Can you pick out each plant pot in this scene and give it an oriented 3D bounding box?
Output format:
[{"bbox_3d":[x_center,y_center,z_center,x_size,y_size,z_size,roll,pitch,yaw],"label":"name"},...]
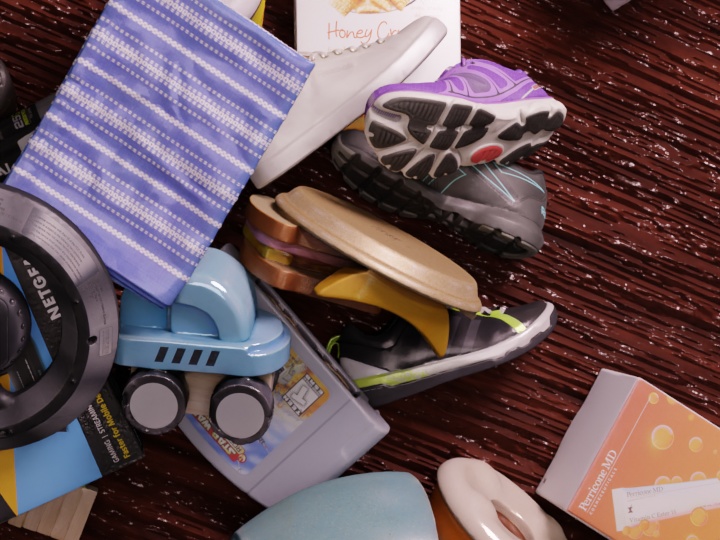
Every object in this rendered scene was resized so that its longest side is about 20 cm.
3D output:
[{"bbox_3d":[-0.035,0.251,0.879,0.132,0.200,0.204,7,88,-15],"label":"plant pot"}]

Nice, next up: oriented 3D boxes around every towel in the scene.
[{"bbox_3d":[-0.141,-0.092,0.782,0.144,0.024,0.202,32,98,-4],"label":"towel"}]

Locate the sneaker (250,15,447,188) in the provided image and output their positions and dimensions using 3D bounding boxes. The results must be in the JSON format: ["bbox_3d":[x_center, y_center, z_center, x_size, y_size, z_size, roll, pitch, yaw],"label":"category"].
[{"bbox_3d":[-0.024,-0.156,0.921,0.199,0.073,0.085,-36,95,-3],"label":"sneaker"}]

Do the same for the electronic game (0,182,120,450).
[{"bbox_3d":[-0.263,0.034,0.786,0.196,0.042,0.203,-2,114,-5],"label":"electronic game"}]

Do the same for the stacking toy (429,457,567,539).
[{"bbox_3d":[0.072,0.270,0.957,0.145,0.146,0.201,37,104,-5],"label":"stacking toy"}]

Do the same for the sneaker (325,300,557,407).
[{"bbox_3d":[0.068,0.048,0.969,0.197,0.072,0.084,-19,90,-7],"label":"sneaker"}]

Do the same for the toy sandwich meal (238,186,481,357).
[{"bbox_3d":[0.000,0.000,0.907,0.203,0.205,0.071,28,98,-6],"label":"toy sandwich meal"}]

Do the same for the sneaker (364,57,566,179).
[{"bbox_3d":[0.073,-0.128,0.923,0.198,0.081,0.084,-7,53,-43],"label":"sneaker"}]

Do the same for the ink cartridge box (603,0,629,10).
[{"bbox_3d":[0.278,-0.324,0.964,0.200,0.146,0.086,-43,96,-5],"label":"ink cartridge box"}]

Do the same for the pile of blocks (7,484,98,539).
[{"bbox_3d":[-0.245,0.114,0.936,0.080,0.062,0.204,-3,97,-9],"label":"pile of blocks"}]

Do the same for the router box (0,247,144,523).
[{"bbox_3d":[-0.265,0.077,0.852,0.147,0.051,0.203,-24,112,-6],"label":"router box"}]

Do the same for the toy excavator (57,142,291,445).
[{"bbox_3d":[-0.143,0.008,0.850,0.191,0.100,0.204,6,107,-1],"label":"toy excavator"}]

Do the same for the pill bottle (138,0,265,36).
[{"bbox_3d":[-0.126,-0.209,0.884,0.107,0.200,0.112,0,89,-7],"label":"pill bottle"}]

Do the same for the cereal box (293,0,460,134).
[{"bbox_3d":[0.014,-0.217,0.982,0.141,0.040,0.204,-2,90,-6],"label":"cereal box"}]

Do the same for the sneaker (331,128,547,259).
[{"bbox_3d":[0.069,-0.079,0.980,0.197,0.075,0.080,23,73,-13],"label":"sneaker"}]

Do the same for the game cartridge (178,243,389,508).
[{"bbox_3d":[-0.087,0.097,0.946,0.133,0.042,0.200,-42,89,9],"label":"game cartridge"}]

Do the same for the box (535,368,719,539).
[{"bbox_3d":[0.269,0.190,0.978,0.198,0.097,0.126,31,86,-5],"label":"box"}]

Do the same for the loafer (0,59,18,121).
[{"bbox_3d":[-0.351,-0.171,0.921,0.199,0.071,0.073,39,80,15],"label":"loafer"}]

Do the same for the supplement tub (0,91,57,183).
[{"bbox_3d":[-0.275,-0.049,0.903,0.198,0.122,0.124,-29,92,-7],"label":"supplement tub"}]
